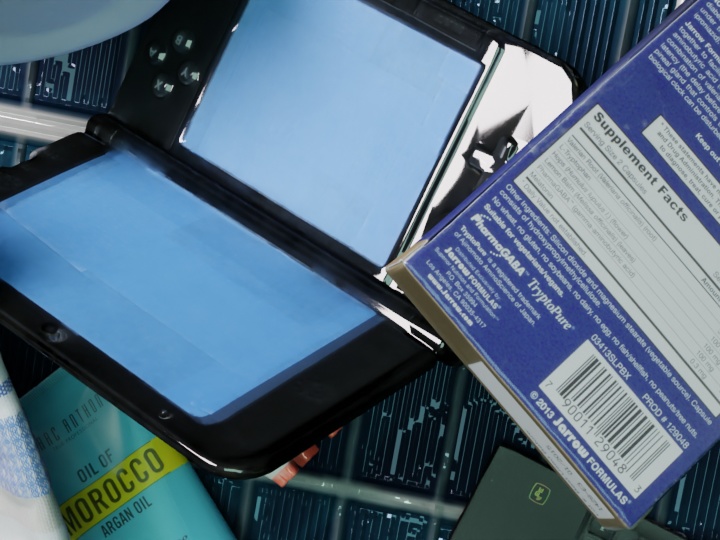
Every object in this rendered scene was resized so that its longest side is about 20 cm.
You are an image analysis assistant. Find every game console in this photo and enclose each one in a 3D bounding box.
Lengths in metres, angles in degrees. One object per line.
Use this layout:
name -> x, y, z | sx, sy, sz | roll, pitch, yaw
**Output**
game console -> -0.047, -0.041, 0.790 | 0.199, 0.116, 0.177 | 32, 100, 30

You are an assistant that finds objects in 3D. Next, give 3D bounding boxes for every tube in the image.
tube -> -0.078, 0.128, 0.893 | 0.077, 0.050, 0.201 | -36, 87, 2

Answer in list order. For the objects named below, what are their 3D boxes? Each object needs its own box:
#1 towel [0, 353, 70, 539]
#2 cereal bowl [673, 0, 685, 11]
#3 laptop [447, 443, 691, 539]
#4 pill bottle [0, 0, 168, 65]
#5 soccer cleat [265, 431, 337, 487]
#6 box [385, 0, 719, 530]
towel -> -0.181, 0.038, 0.827 | 0.146, 0.024, 0.201 | 14, 129, 44
cereal bowl -> 0.214, -0.070, 0.813 | 0.198, 0.083, 0.202 | 1, 97, 6
laptop -> 0.103, 0.200, 0.850 | 0.199, 0.103, 0.178 | 27, 99, 2
pill bottle -> -0.142, -0.190, 0.801 | 0.114, 0.114, 0.201 | -19, 75, 8
soccer cleat -> 0.000, 0.000, 0.855 | 0.078, 0.069, 0.200 | 44, 102, 2
box -> 0.121, -0.020, 0.748 | 0.200, 0.032, 0.121 | -41, 92, -14
